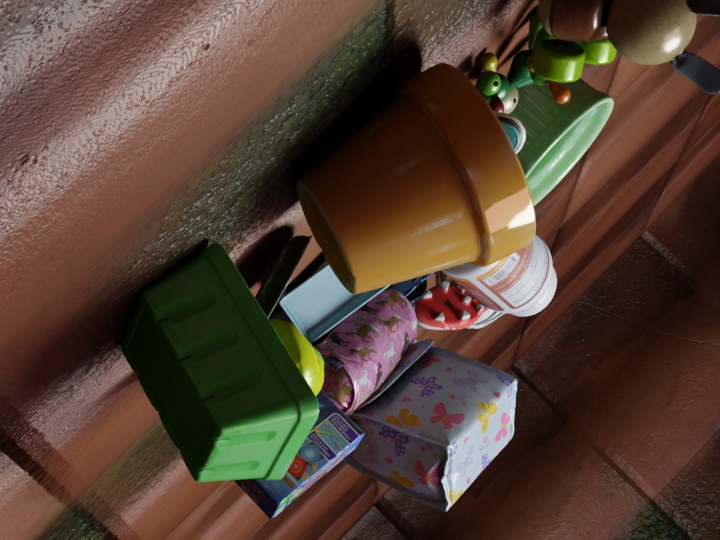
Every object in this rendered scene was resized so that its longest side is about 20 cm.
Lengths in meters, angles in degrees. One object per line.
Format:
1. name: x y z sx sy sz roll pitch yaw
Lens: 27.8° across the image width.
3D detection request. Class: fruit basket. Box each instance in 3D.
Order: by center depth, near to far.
1. fruit basket: -0.101 0.089 1.373 0.215 0.216 0.156 -34 162 -41

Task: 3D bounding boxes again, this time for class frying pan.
1. frying pan: -0.081 0.001 1.546 0.116 0.031 0.190 -60 -176 14

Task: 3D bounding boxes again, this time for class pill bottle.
1. pill bottle: 0.168 -0.014 1.780 0.112 0.112 0.200 -47 146 4

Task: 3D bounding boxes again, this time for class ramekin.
1. ramekin: 0.215 -0.169 1.821 0.200 0.098 0.200 -43 166 -13

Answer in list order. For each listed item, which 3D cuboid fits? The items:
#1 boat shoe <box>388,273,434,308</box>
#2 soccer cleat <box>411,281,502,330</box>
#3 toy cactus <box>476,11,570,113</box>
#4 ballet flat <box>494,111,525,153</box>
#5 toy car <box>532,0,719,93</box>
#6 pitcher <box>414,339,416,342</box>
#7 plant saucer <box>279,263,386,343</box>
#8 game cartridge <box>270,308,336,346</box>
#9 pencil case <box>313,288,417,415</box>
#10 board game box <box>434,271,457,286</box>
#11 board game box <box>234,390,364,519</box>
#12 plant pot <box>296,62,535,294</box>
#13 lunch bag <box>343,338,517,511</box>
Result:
1. boat shoe: 0.053 0.021 1.853 0.200 0.068 0.085 132 -23 -68
2. soccer cleat: 0.142 0.051 1.946 0.199 0.069 0.085 -17 154 -36
3. toy cactus: 0.185 -0.214 1.649 0.200 0.102 0.165 -45 179 -44
4. ballet flat: 0.105 -0.130 1.618 0.199 0.070 0.069 -31 178 35
5. toy car: 0.295 -0.264 1.482 0.157 0.199 0.166 -30 136 -48
6. pitcher: -0.025 0.153 2.007 0.171 0.122 0.200 -6 151 -47
7. plant saucer: 0.000 0.000 1.686 0.199 0.070 0.019 -36 -154 -4
8. game cartridge: -0.051 0.055 1.787 0.199 0.041 0.134 -34 158 -42
9. pencil case: -0.001 0.095 1.746 0.200 0.082 0.087 -43 133 -54
10. board game box: 0.124 -0.043 1.930 0.030 0.097 0.200 1 155 -9
11. board game box: -0.111 0.140 1.495 0.135 0.200 0.035 -34 163 -37
12. plant pot: 0.044 -0.073 1.426 0.182 0.201 0.200 -28 163 -10
13. lunch bag: 0.067 0.175 1.785 0.169 0.199 0.128 -38 137 -42
